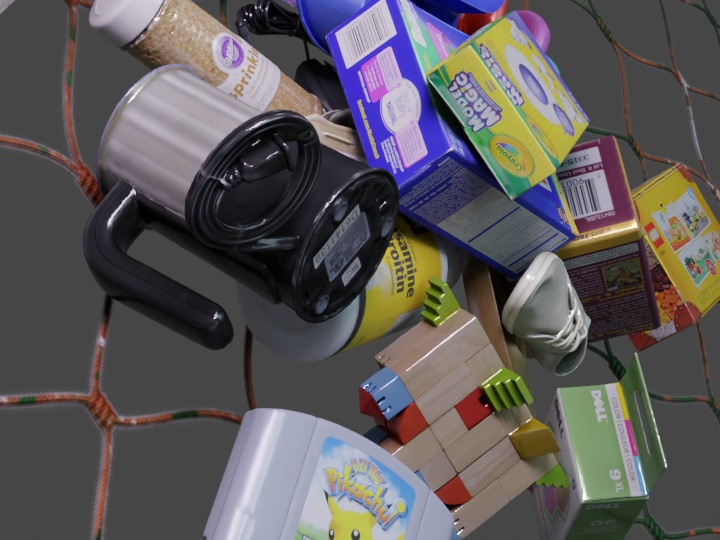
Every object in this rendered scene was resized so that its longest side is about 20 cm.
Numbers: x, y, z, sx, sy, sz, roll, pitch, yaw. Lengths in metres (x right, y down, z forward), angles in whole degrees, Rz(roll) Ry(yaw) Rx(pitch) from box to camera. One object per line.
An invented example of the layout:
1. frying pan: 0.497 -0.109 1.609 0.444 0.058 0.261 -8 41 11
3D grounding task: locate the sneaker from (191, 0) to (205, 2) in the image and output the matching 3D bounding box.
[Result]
1. sneaker: -0.148 -0.293 1.294 0.114 0.073 0.201 35 28 2

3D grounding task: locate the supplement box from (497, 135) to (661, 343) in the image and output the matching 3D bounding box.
1. supplement box: 0.191 -0.017 1.392 0.200 0.130 0.104 63 15 -58

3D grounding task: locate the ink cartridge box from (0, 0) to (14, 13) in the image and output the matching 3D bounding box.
1. ink cartridge box: -0.253 -0.315 1.129 0.128 0.125 0.201 39 39 -26

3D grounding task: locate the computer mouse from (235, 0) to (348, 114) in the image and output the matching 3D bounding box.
1. computer mouse: -0.038 -0.158 1.353 0.140 0.046 0.201 11 56 -48

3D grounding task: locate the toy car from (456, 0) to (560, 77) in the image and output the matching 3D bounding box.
1. toy car: 0.112 -0.206 1.489 0.200 0.150 0.176 35 40 -31

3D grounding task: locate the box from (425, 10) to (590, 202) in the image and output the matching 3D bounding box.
1. box: 0.115 -0.129 1.187 0.118 0.048 0.200 55 26 -6

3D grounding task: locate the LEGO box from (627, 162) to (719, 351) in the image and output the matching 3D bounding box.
1. LEGO box: 0.331 -0.019 1.689 0.149 0.077 0.200 59 34 1

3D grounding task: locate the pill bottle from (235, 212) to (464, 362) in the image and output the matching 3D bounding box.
1. pill bottle: 0.000 0.000 1.221 0.200 0.112 0.112 -18 78 -55

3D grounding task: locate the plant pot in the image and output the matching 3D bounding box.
1. plant pot: 0.118 0.048 1.344 0.200 0.027 0.201 -13 90 -81

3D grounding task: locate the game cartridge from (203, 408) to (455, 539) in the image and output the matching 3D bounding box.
1. game cartridge: -0.015 0.185 1.093 0.200 0.040 0.134 35 55 -31

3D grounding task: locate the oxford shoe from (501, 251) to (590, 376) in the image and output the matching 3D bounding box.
1. oxford shoe: 0.160 0.039 1.278 0.058 0.075 0.200 36 -9 21

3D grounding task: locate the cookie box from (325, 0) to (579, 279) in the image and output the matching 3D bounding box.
1. cookie box: 0.076 -0.107 1.236 0.200 0.075 0.172 27 38 -50

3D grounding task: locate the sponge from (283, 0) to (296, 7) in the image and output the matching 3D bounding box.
1. sponge: -0.022 -0.292 1.448 0.111 0.030 0.200 29 35 9

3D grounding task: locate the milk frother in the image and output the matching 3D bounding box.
1. milk frother: -0.096 -0.071 1.033 0.188 0.201 0.180 29 48 25

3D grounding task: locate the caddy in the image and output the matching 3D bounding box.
1. caddy: 0.031 -0.239 1.327 0.200 0.105 0.142 21 89 -44

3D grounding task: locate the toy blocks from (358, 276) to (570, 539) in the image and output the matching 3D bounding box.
1. toy blocks: 0.059 0.128 1.193 0.200 0.136 0.100 60 -13 -24

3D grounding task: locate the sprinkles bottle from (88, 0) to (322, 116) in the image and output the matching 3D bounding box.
1. sprinkles bottle: -0.122 -0.166 1.233 0.200 0.068 0.068 36 40 -31

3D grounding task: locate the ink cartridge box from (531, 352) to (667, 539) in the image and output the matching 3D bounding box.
1. ink cartridge box: 0.191 0.162 1.272 0.059 0.200 0.104 -3 58 -8

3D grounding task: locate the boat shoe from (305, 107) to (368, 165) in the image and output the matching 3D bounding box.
1. boat shoe: -0.001 -0.097 1.245 0.200 0.074 0.069 -15 109 -61
